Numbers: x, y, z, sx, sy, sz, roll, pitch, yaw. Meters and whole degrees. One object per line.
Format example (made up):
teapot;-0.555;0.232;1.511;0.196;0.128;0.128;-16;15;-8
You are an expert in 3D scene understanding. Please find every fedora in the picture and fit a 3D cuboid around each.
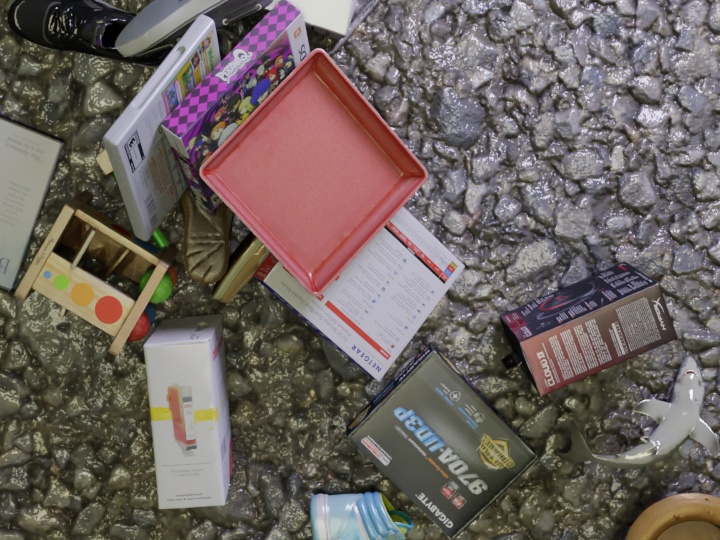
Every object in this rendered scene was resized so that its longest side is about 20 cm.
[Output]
fedora;0.432;0.374;1.529;0.197;0.082;0.204;0;98;3

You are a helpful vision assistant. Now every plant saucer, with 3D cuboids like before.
plant saucer;-0.053;-0.110;1.337;0.200;0.037;0.200;-46;107;-9

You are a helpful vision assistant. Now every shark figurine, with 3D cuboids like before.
shark figurine;0.366;0.220;1.504;0.212;0.090;0.129;-29;67;-5

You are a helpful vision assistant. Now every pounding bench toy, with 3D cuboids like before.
pounding bench toy;-0.285;-0.026;1.403;0.155;0.124;0.202;31;97;-8

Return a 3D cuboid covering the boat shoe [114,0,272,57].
boat shoe;-0.180;-0.276;1.295;0.198;0.070;0.066;-26;126;22

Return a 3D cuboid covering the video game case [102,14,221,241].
video game case;-0.206;-0.152;1.292;0.022;0.201;0.183;27;66;14

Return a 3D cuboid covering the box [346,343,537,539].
box;0.103;0.219;1.504;0.159;0.046;0.200;-44;100;5

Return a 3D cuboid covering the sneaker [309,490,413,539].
sneaker;0.012;0.378;1.513;0.128;0.080;0.203;-11;101;1

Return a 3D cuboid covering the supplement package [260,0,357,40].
supplement package;-0.095;-0.354;1.355;0.197;0.117;0.119;17;98;-6

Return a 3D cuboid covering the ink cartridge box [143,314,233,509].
ink cartridge box;-0.206;0.168;1.432;0.082;0.145;0.204;-3;100;0

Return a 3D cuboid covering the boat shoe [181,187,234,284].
boat shoe;-0.187;-0.083;1.427;0.072;0.065;0.203;7;81;-10

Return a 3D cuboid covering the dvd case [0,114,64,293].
dvd case;-0.461;-0.091;1.437;0.141;0.018;0.203;21;99;-7

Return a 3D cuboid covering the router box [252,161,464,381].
router box;0.000;0.000;1.417;0.200;0.049;0.180;42;81;-22

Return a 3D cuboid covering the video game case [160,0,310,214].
video game case;-0.129;-0.181;1.329;0.036;0.182;0.200;36;74;18

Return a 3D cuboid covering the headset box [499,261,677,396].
headset box;0.263;0.072;1.432;0.198;0.149;0.076;-23;100;1

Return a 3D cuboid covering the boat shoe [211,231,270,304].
boat shoe;-0.102;-0.030;1.435;0.066;0.074;0.200;40;96;-13

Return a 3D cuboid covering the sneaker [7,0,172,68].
sneaker;-0.317;-0.287;1.372;0.197;0.088;0.077;10;100;-4
